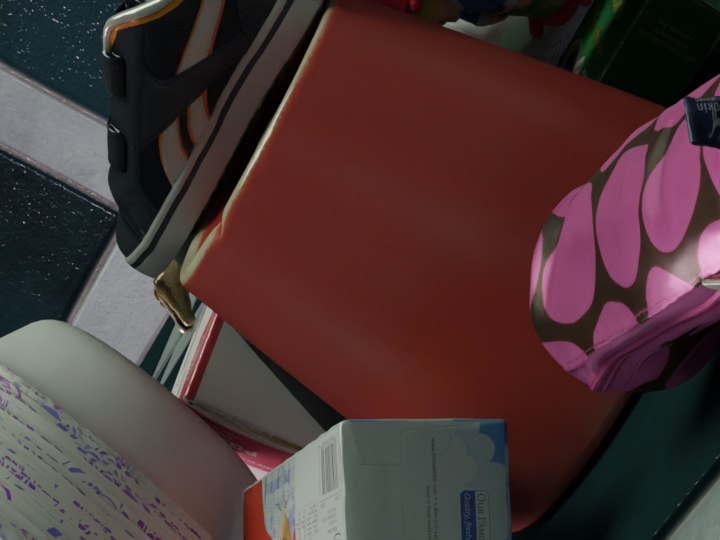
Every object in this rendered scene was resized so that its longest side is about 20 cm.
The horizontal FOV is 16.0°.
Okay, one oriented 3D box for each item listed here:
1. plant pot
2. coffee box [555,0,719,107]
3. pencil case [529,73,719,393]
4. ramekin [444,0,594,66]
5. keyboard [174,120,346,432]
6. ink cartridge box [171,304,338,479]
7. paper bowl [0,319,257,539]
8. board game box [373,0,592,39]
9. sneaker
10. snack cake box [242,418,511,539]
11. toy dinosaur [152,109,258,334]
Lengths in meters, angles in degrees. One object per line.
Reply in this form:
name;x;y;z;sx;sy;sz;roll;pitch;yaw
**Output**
plant pot;0.032;-0.016;1.087;0.201;0.177;0.201;-60;7;11
coffee box;0.111;-0.068;1.260;0.201;0.044;0.123;-60;8;19
pencil case;0.117;-0.014;0.844;0.200;0.090;0.094;130;153;-70
ramekin;0.063;-0.126;1.336;0.200;0.098;0.201;-43;-23;-23
keyboard;0.000;0.000;1.204;0.127;0.200;0.021;-40;-9;-15
ink cartridge box;-0.044;0.044;1.305;0.200;0.082;0.147;124;167;-69
paper bowl;-0.124;0.101;1.170;0.105;0.200;0.201;-50;4;-12
board game box;0.044;-0.122;1.154;0.158;0.199;0.039;26;-123;-66
sneaker;-0.077;-0.087;1.108;0.201;0.079;0.079;-59;8;35
snack cake box;0.003;0.130;1.016;0.200;0.067;0.116;139;130;-72
toy dinosaur;-0.080;-0.072;1.334;0.101;0.058;0.201;136;152;-71
